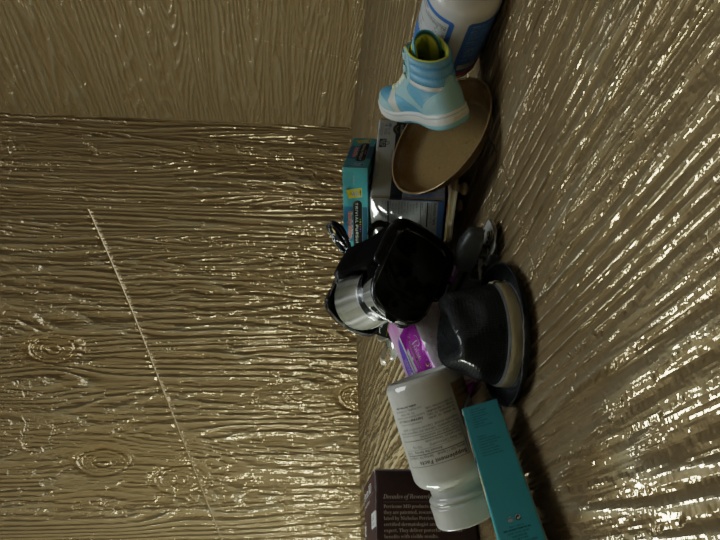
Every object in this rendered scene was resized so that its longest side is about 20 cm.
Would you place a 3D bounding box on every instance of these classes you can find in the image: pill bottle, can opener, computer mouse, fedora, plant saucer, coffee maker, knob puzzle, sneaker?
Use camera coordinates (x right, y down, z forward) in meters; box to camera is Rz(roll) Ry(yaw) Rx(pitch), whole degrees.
[{"bbox_3d":[0.142,-0.378,0.882,0.201,0.109,0.116,110,160,-71],"label":"pill bottle"},{"bbox_3d":[0.153,0.002,0.917,0.202,0.065,0.054,108,164,-51],"label":"can opener"},{"bbox_3d":[0.000,0.000,1.056,0.201,0.034,0.058,52,153,-20],"label":"computer mouse"},{"bbox_3d":[0.149,0.082,0.805,0.201,0.089,0.207,-179,90,-85],"label":"fedora"},{"bbox_3d":[0.130,-0.198,0.945,0.198,0.035,0.204,-34,41,35],"label":"plant saucer"},{"bbox_3d":[0.040,-0.007,0.930,0.199,0.131,0.198,156,120,-66],"label":"coffee maker"},{"bbox_3d":[0.117,0.243,0.861,0.114,0.111,0.205,123,130,-80],"label":"pill bottle"},{"bbox_3d":[0.161,-0.138,1.039,0.220,0.030,0.227,4,-90,-85],"label":"knob puzzle"},{"bbox_3d":[0.081,-0.292,0.920,0.199,0.079,0.133,29,146,51],"label":"sneaker"}]

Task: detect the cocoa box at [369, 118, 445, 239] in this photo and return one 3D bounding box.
[{"bbox_3d":[0.090,-0.156,1.117,0.135,0.127,0.204,85,-170,-53],"label":"cocoa box"}]

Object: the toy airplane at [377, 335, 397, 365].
[{"bbox_3d":[0.086,0.110,1.420,0.197,0.138,0.206,8,-109,-58],"label":"toy airplane"}]

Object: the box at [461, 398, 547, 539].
[{"bbox_3d":[0.165,0.252,0.706,0.202,0.048,0.084,-98,-10,-57],"label":"box"}]

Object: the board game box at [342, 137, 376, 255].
[{"bbox_3d":[0.001,-0.117,1.121,0.152,0.045,0.205,-77,-12,-60],"label":"board game box"}]

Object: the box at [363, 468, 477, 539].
[{"bbox_3d":[0.092,0.438,0.988,0.167,0.159,0.205,101,169,-61],"label":"box"}]

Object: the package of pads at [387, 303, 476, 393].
[{"bbox_3d":[0.114,0.133,1.024,0.122,0.074,0.203,104,151,-48],"label":"package of pads"}]

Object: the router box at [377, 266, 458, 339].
[{"bbox_3d":[0.091,0.055,1.135,0.203,0.146,0.052,97,-165,-45],"label":"router box"}]
